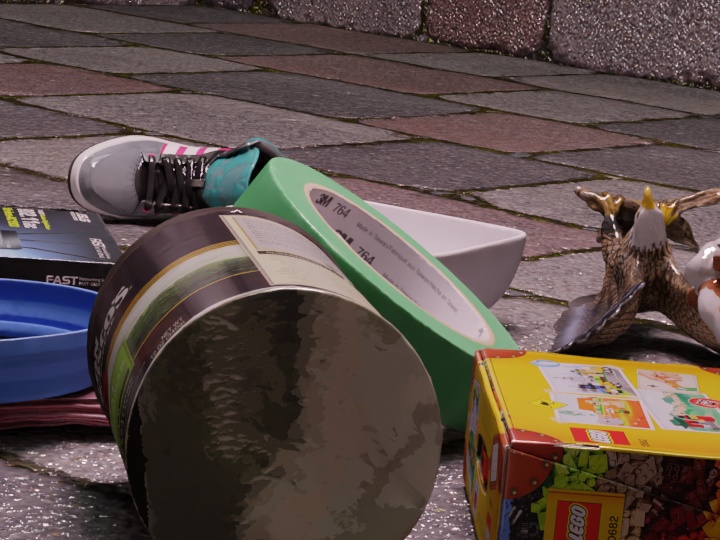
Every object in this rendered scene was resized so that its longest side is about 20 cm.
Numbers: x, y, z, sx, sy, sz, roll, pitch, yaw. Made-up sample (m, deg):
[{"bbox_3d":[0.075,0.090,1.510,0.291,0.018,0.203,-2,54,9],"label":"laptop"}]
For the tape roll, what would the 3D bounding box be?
[{"bbox_3d":[0.010,0.013,1.401,0.200,0.048,0.201,39,11,-9],"label":"tape roll"}]

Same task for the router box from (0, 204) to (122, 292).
[{"bbox_3d":[-0.241,0.001,1.570,0.149,0.063,0.200,4,11,-13],"label":"router box"}]

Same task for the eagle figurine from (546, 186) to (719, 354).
[{"bbox_3d":[0.207,0.012,1.657,0.151,0.151,0.201,-32,37,18],"label":"eagle figurine"}]

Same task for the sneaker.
[{"bbox_3d":[-0.137,-0.072,1.978,0.199,0.084,0.120,0,2,-34],"label":"sneaker"}]

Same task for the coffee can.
[{"bbox_3d":[-0.052,0.058,1.134,0.145,0.147,0.200,3,11,-12],"label":"coffee can"}]

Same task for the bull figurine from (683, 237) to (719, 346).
[{"bbox_3d":[0.279,0.047,1.485,0.121,0.065,0.200,4,35,-11],"label":"bull figurine"}]

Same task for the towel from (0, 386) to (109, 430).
[{"bbox_3d":[-0.200,0.063,1.379,0.143,0.023,0.200,0,10,-15],"label":"towel"}]

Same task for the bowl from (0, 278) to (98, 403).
[{"bbox_3d":[-0.234,0.039,1.331,0.199,0.040,0.201,2,10,0],"label":"bowl"}]

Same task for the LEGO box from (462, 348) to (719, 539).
[{"bbox_3d":[0.133,0.103,1.177,0.148,0.078,0.200,5,11,-2],"label":"LEGO box"}]

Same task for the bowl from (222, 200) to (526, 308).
[{"bbox_3d":[0.000,0.000,1.668,0.199,0.075,0.200,12,13,29],"label":"bowl"}]
